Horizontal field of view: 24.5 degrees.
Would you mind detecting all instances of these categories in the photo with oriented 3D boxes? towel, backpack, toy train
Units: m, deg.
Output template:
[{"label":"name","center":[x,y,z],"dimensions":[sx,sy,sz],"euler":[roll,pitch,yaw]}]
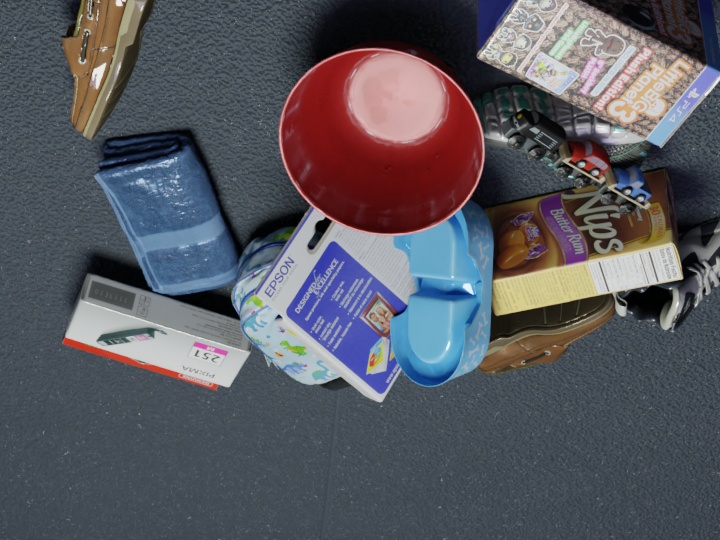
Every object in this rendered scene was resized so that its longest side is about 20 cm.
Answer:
[{"label":"towel","center":[-0.202,-0.055,1.778],"dimensions":[0.111,0.049,0.201],"euler":[-8,132,12]},{"label":"backpack","center":[-0.049,0.041,1.807],"dimensions":[0.162,0.154,0.200],"euler":[-23,115,33]},{"label":"toy train","center":[0.217,-0.106,1.612],"dimensions":[0.199,0.034,0.046],"euler":[26,125,-35]}]

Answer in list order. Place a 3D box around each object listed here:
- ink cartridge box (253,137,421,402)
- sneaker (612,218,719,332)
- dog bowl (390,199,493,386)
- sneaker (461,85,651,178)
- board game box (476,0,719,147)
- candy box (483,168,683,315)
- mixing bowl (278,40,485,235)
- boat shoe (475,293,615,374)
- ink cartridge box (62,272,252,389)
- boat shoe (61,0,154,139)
[{"label":"ink cartridge box","center":[0.000,0.000,1.725],"dimensions":[0.200,0.198,0.047],"euler":[41,163,-27]},{"label":"sneaker","center":[0.352,0.013,1.736],"dimensions":[0.197,0.130,0.080],"euler":[3,135,2]},{"label":"dog bowl","center":[0.086,0.016,1.694],"dimensions":[0.049,0.202,0.111],"euler":[-2,-174,-40]},{"label":"sneaker","center":[0.199,-0.128,1.658],"dimensions":[0.198,0.078,0.092],"euler":[4,138,4]},{"label":"board game box","center":[0.212,-0.231,1.497],"dimensions":[0.199,0.160,0.097],"euler":[23,131,-17]},{"label":"candy box","center":[0.228,-0.030,1.716],"dimensions":[0.199,0.117,0.057],"euler":[-11,132,15]},{"label":"mixing bowl","center":[0.028,-0.147,1.616],"dimensions":[0.198,0.109,0.201],"euler":[5,123,8]},{"label":"boat shoe","center":[0.204,0.063,1.845],"dimensions":[0.199,0.072,0.068],"euler":[-18,134,33]},{"label":"ink cartridge box","center":[-0.238,0.088,1.895],"dimensions":[0.199,0.044,0.174],"euler":[18,145,-11]},{"label":"boat shoe","center":[-0.253,-0.220,1.612],"dimensions":[0.068,0.072,0.201],"euler":[25,126,-3]}]
